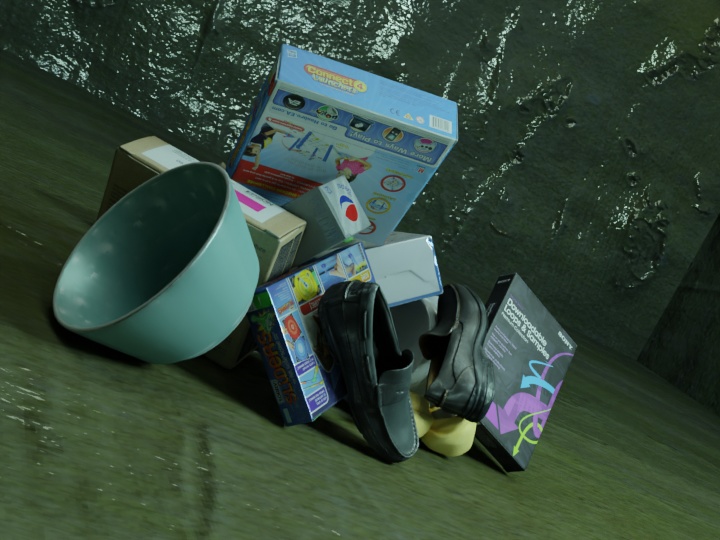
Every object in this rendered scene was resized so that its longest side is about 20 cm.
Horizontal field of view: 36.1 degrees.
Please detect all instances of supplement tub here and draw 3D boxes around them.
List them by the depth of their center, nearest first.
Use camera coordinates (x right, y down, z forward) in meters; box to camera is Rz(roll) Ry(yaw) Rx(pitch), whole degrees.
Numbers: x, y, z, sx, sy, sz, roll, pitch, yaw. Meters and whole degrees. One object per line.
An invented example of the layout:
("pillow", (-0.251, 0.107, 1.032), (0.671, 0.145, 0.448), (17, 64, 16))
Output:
("supplement tub", (0.116, 0.117, 1.410), (0.199, 0.146, 0.145), (23, 9, -36))

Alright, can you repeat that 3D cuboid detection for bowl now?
("bowl", (-0.173, 0.008, 1.019), (0.105, 0.201, 0.201), (52, -8, -34))

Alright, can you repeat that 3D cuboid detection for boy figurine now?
("boy figurine", (0.039, 0.148, 1.233), (0.199, 0.065, 0.124), (25, 4, -1))

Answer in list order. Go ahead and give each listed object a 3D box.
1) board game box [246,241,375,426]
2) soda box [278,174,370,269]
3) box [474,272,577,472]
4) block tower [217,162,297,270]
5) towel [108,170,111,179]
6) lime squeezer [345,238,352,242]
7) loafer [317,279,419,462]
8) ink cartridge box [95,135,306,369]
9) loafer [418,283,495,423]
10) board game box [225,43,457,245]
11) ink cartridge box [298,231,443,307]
("board game box", (-0.034, 0.059, 1.123), (0.034, 0.136, 0.200), (-16, 5, 30))
("soda box", (-0.092, -0.028, 1.190), (0.064, 0.199, 0.068), (61, 28, -3))
("box", (0.185, 0.122, 1.348), (0.036, 0.200, 0.143), (-16, -55, 46))
("block tower", (-0.127, -0.029, 1.287), (0.200, 0.058, 0.054), (59, 14, -18))
("towel", (-0.242, -0.054, 1.478), (0.199, 0.030, 0.146), (30, -19, 15))
("lime squeezer", (-0.029, -0.046, 1.383), (0.038, 0.071, 0.200), (48, 17, 1))
("loafer", (0.021, 0.102, 1.088), (0.070, 0.201, 0.068), (-7, 23, 33))
("ink cartridge box", (-0.176, -0.020, 1.149), (0.199, 0.165, 0.075), (30, 25, 12))
("loafer", (0.102, 0.081, 1.250), (0.072, 0.073, 0.200), (16, 34, -15))
("board game box", (-0.026, -0.127, 1.184), (0.199, 0.196, 0.056), (16, 52, -16))
("ink cartridge box", (0.000, 0.000, 1.365), (0.136, 0.077, 0.200), (-13, 9, -16))
